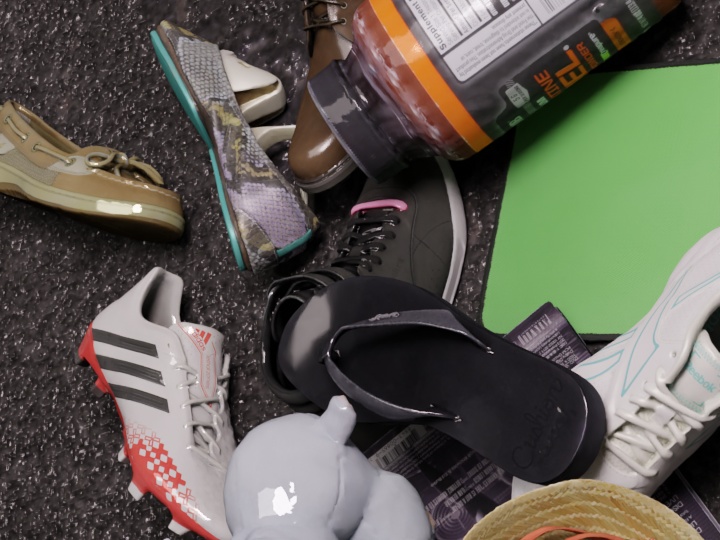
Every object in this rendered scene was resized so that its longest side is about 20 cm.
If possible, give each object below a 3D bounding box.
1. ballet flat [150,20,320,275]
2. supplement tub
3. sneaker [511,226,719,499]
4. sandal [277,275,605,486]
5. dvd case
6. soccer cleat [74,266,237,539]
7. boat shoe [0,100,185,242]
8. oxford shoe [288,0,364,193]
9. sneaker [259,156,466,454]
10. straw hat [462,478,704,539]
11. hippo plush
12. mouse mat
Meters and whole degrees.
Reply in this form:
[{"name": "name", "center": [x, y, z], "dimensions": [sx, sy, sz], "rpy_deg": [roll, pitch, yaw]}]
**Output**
[{"name": "ballet flat", "center": [-0.070, -0.084, 1.308], "dimensions": [0.072, 0.072, 0.201], "rpy_deg": [-37, 52, 18]}, {"name": "supplement tub", "center": [0.070, -0.133, 1.170], "dimensions": [0.200, 0.107, 0.107], "rpy_deg": [-36, 52, 10]}, {"name": "sneaker", "center": [0.144, 0.057, 1.030], "dimensions": [0.201, 0.070, 0.080], "rpy_deg": [-52, 8, 0]}, {"name": "sandal", "center": [0.033, 0.048, 1.059], "dimensions": [0.200, 0.043, 0.076], "rpy_deg": [16, 89, 41]}, {"name": "dvd case", "center": [0.092, 0.131, 1.096], "dimensions": [0.149, 0.016, 0.200], "rpy_deg": [-40, 52, 8]}, {"name": "soccer cleat", "center": [-0.103, 0.079, 1.251], "dimensions": [0.085, 0.068, 0.200], "rpy_deg": [-49, 45, 15]}, {"name": "boat shoe", "center": [-0.181, -0.065, 1.372], "dimensions": [0.200, 0.073, 0.063], "rpy_deg": [16, 85, 48]}, {"name": "oxford shoe", "center": [-0.011, -0.142, 1.255], "dimensions": [0.072, 0.084, 0.201], "rpy_deg": [-3, 63, 45]}, {"name": "sneaker", "center": [0.000, 0.000, 1.184], "dimensions": [0.070, 0.099, 0.201], "rpy_deg": [-7, 65, 37]}, {"name": "straw hat", "center": [0.092, 0.199, 0.995], "dimensions": [0.085, 0.200, 0.202], "rpy_deg": [-17, 56, 65]}, {"name": "hippo plush", "center": [-0.046, 0.158, 1.062], "dimensions": [0.159, 0.200, 0.161], "rpy_deg": [-40, 26, 37]}, {"name": "mouse mat", "center": [0.156, -0.038, 1.142], "dimensions": [0.199, 0.008, 0.162], "rpy_deg": [0, 71, 36]}]
